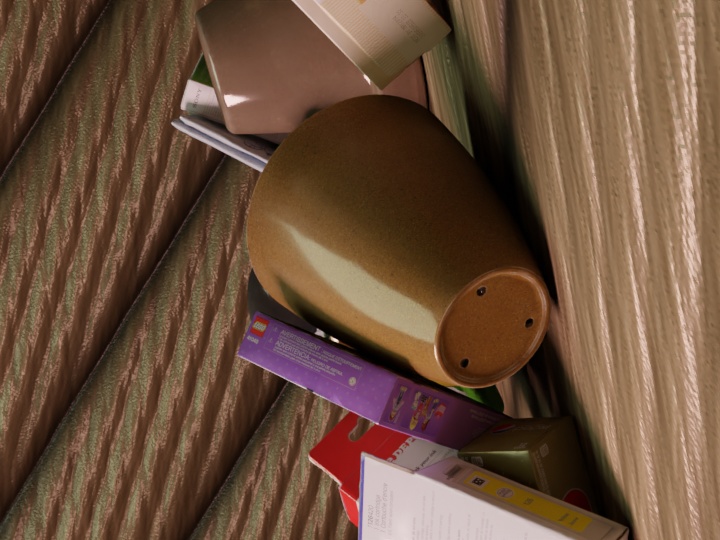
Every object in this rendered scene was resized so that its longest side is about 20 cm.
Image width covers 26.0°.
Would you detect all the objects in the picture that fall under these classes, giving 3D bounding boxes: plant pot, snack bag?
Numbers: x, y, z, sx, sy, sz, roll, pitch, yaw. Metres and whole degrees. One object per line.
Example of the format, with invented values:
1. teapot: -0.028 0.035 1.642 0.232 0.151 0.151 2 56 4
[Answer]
1. plant pot: 0.042 -0.004 1.117 0.200 0.186 0.187 44 154 51
2. snack bag: -0.061 -0.116 1.513 0.021 0.188 0.200 -68 -15 16
3. plant pot: -0.051 -0.202 1.390 0.200 0.174 0.201 164 90 -86

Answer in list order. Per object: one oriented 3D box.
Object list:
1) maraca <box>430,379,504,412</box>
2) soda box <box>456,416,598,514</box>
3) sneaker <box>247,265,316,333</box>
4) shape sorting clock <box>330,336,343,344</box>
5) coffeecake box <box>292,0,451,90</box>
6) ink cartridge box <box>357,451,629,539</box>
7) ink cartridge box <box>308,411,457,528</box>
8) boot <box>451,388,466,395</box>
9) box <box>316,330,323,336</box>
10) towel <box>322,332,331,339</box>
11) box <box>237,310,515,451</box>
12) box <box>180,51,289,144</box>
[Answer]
1. maraca: 0.068 0.044 1.296 0.200 0.107 0.137 52 163 51
2. soda box: 0.139 0.212 1.152 0.068 0.064 0.201 -7 105 40
3. sneaker: -0.061 -0.031 1.346 0.091 0.076 0.201 69 -152 -73
4. shape sorting clock: 0.000 0.000 1.382 0.200 0.039 0.201 1 -90 -68
5. coffeecake box: -0.028 -0.249 1.179 0.153 0.073 0.200 42 -166 -34
6. ink cartridge box: 0.089 0.239 1.134 0.200 0.047 0.198 21 123 33
7. ink cartridge box: 0.066 0.185 1.273 0.200 0.116 0.067 37 158 28
8. boot: 0.067 0.075 1.514 0.131 0.067 0.200 95 159 -43
9. box: -0.020 0.039 1.520 0.200 0.047 0.122 15 -116 -72
10. towel: 0.002 0.034 1.470 0.200 0.023 0.153 38 -138 -66
11. box: 0.019 0.090 1.170 0.137 0.039 0.200 23 179 35
12. box: -0.068 -0.161 1.520 0.144 0.199 0.036 -82 14 -65
